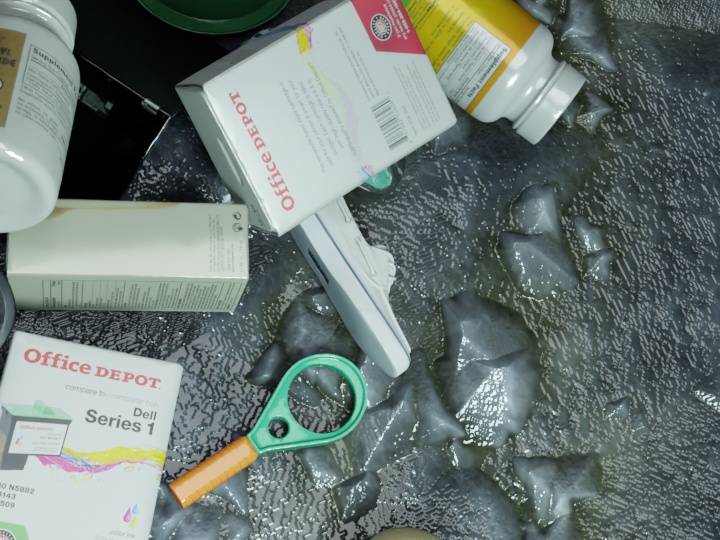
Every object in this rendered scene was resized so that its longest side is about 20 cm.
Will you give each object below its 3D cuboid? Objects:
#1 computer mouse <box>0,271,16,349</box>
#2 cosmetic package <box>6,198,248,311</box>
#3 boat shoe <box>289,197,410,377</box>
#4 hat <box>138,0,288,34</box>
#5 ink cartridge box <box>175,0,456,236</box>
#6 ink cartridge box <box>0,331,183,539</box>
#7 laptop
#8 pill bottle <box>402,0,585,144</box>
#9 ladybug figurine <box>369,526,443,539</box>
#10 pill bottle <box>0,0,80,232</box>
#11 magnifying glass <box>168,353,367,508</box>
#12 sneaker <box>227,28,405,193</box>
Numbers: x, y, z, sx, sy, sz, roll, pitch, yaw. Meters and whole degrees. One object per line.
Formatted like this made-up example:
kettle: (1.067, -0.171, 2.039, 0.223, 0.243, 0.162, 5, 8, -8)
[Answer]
computer mouse: (-0.356, 0.070, 1.008, 0.138, 0.053, 0.200, 38, 96, -5)
cosmetic package: (-0.202, -0.012, 1.061, 0.200, 0.105, 0.071, 2, 71, -15)
boat shoe: (0.000, 0.000, 1.123, 0.065, 0.074, 0.200, -29, 84, -16)
hat: (-0.138, -0.330, 1.121, 0.200, 0.176, 0.166, -16, 73, -21)
ink cartridge box: (-0.038, -0.145, 1.072, 0.200, 0.086, 0.148, -32, 110, -17)
ink cartridge box: (-0.237, 0.164, 1.009, 0.145, 0.084, 0.200, 13, 71, -10)
laptop: (-0.257, -0.174, 1.145, 0.187, 0.116, 0.200, 34, 98, -2)
pill bottle: (0.116, -0.216, 1.195, 0.200, 0.111, 0.111, 38, 69, -1)
ladybug figurine: (0.058, 0.311, 1.021, 0.136, 0.072, 0.200, -4, 49, -27)
pill bottle: (-0.288, -0.140, 0.991, 0.114, 0.114, 0.200, 9, 53, -11)
magnifying glass: (-0.080, 0.144, 1.088, 0.200, 0.022, 0.080, -33, 84, -19)
sneaker: (-0.039, -0.154, 1.167, 0.074, 0.088, 0.200, -49, 114, -10)
